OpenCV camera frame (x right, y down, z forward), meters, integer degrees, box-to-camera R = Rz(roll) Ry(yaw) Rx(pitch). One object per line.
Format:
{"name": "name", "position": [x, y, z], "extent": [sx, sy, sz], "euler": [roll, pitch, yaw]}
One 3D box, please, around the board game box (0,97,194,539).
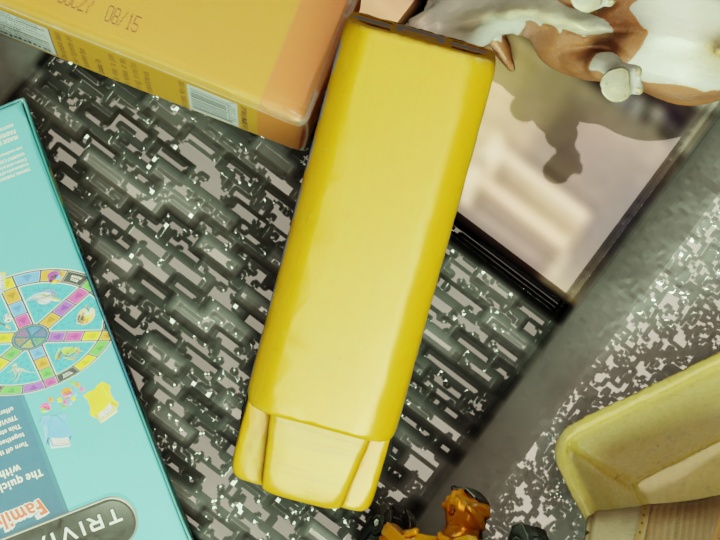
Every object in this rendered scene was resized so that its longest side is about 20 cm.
{"name": "board game box", "position": [-0.172, 0.050, 1.052], "extent": [0.151, 0.047, 0.201], "euler": [-21, 91, -5]}

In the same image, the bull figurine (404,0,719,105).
{"name": "bull figurine", "position": [0.121, -0.100, 1.061], "extent": [0.199, 0.121, 0.065], "euler": [4, 106, -7]}

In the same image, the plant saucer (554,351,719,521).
{"name": "plant saucer", "position": [0.208, 0.118, 1.054], "extent": [0.200, 0.048, 0.200], "euler": [-25, 74, -5]}

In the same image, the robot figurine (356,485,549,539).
{"name": "robot figurine", "position": [0.029, 0.187, 1.019], "extent": [0.058, 0.145, 0.201], "euler": [18, 81, -34]}

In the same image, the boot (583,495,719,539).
{"name": "boot", "position": [0.159, 0.185, 0.972], "extent": [0.166, 0.072, 0.201], "euler": [6, 70, 7]}

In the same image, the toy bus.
{"name": "toy bus", "position": [0.000, 0.000, 1.037], "extent": [0.065, 0.078, 0.201], "euler": [15, 100, -1]}

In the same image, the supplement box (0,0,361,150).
{"name": "supplement box", "position": [-0.104, -0.120, 1.076], "extent": [0.200, 0.069, 0.067], "euler": [22, 82, -1]}
